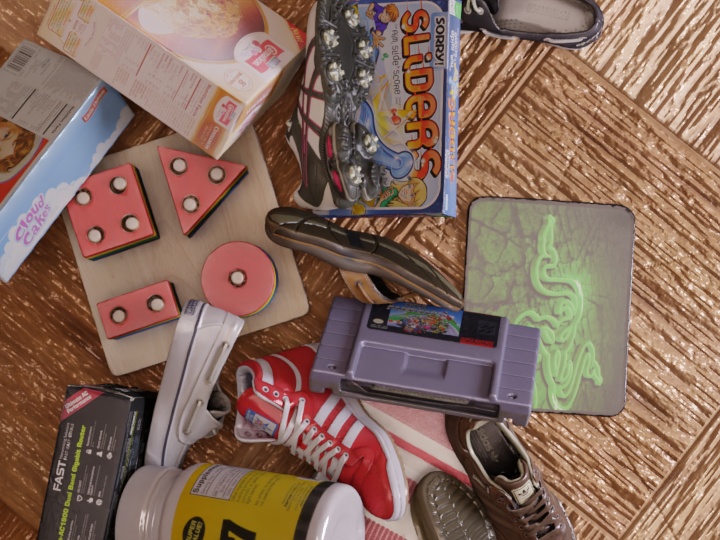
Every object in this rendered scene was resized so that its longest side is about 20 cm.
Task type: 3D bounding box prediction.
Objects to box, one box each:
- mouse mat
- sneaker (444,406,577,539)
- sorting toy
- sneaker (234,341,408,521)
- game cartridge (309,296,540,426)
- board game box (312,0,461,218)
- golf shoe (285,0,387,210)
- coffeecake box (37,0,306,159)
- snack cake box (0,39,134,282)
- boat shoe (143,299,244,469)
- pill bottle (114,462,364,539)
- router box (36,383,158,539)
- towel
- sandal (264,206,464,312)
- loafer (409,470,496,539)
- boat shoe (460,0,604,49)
[{"bbox_3d":[0.175,0.033,1.721,0.159,0.008,0.202,3,88,1],"label":"mouse mat"},{"bbox_3d":[0.139,0.206,1.666,0.070,0.076,0.201,-35,98,-4],"label":"sneaker"},{"bbox_3d":[-0.169,-0.027,1.700,0.197,0.070,0.202,-18,87,0],"label":"sorting toy"},{"bbox_3d":[-0.043,0.151,1.635,0.112,0.072,0.200,-7,47,-33],"label":"sneaker"},{"bbox_3d":[0.061,0.078,1.662,0.198,0.130,0.039,9,127,5],"label":"game cartridge"},{"bbox_3d":[0.025,-0.150,1.695,0.134,0.034,0.202,0,87,24],"label":"board game box"},{"bbox_3d":[-0.035,-0.154,1.664,0.088,0.077,0.202,-14,74,38],"label":"golf shoe"},{"bbox_3d":[-0.165,-0.213,1.664,0.199,0.154,0.073,35,127,2],"label":"coffeecake box"},{"bbox_3d":[-0.313,-0.102,1.664,0.115,0.067,0.201,26,72,31],"label":"snack cake box"},{"bbox_3d":[-0.150,0.122,1.667,0.065,0.072,0.201,16,110,1],"label":"boat shoe"},{"bbox_3d":[-0.106,0.230,1.600,0.198,0.114,0.115,6,87,22],"label":"pill bottle"},{"bbox_3d":[-0.239,0.202,1.649,0.062,0.150,0.202,11,87,5],"label":"router box"},{"bbox_3d":[0.027,0.208,1.708,0.143,0.023,0.201,29,90,0],"label":"towel"},{"bbox_3d":[0.000,0.000,1.684,0.199,0.082,0.055,19,109,-14],"label":"sandal"},{"bbox_3d":[0.093,0.281,1.668,0.067,0.076,0.201,-25,90,43],"label":"loafer"},{"bbox_3d":[0.130,-0.250,1.708,0.198,0.060,0.074,17,91,3],"label":"boat shoe"}]
